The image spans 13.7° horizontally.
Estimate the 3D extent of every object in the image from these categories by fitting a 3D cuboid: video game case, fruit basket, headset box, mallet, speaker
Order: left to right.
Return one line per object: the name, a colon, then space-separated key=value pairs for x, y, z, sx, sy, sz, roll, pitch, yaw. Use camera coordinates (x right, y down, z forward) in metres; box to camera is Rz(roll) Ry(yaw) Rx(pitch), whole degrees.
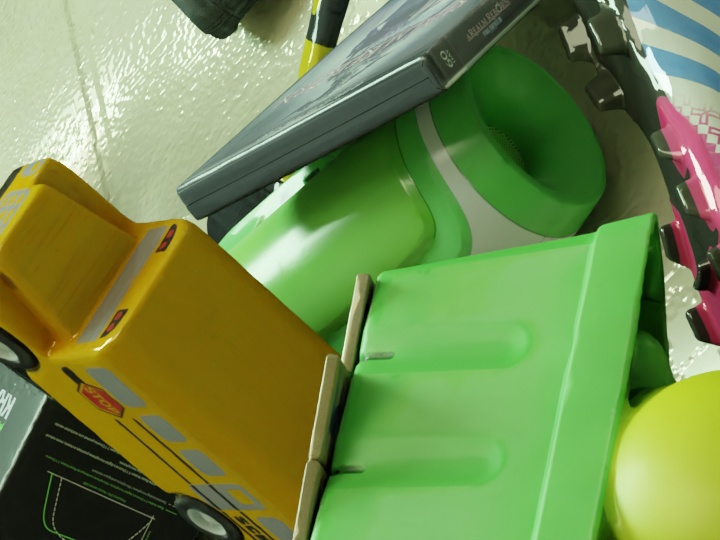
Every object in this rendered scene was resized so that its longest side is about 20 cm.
headset box: x=-0.168 y=0.138 z=1.277 sx=0.200 sy=0.093 sz=0.174 roll=-63 pitch=28 yaw=0
mallet: x=-0.014 y=-0.083 z=1.228 sx=0.066 sy=0.041 sz=0.200 roll=47 pitch=124 yaw=55
speaker: x=0.000 y=0.000 z=1.151 sx=0.200 sy=0.088 sz=0.088 roll=-40 pitch=38 yaw=33
video game case: x=0.031 y=-0.096 z=1.139 sx=0.143 sy=0.019 sz=0.200 roll=-26 pitch=13 yaw=44
fruit basket: x=0.090 y=0.089 z=0.914 sx=0.216 sy=0.156 sz=0.216 roll=-5 pitch=51 yaw=6

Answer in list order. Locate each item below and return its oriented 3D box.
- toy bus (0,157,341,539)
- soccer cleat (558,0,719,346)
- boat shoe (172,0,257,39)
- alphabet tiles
toy bus: x=-0.053 y=0.043 z=1.077 sx=0.078 sy=0.200 sz=0.065 roll=-6 pitch=46 yaw=56
soccer cleat: x=0.135 y=-0.043 z=1.005 sx=0.070 sy=0.086 sz=0.200 roll=86 pitch=165 yaw=-59
boat shoe: x=-0.100 y=-0.167 z=1.427 sx=0.060 sy=0.076 sz=0.200 roll=-54 pitch=31 yaw=3
alphabet tiles: x=-0.011 y=0.107 z=0.975 sx=0.166 sy=0.006 sz=0.200 roll=66 pitch=-147 yaw=-76
